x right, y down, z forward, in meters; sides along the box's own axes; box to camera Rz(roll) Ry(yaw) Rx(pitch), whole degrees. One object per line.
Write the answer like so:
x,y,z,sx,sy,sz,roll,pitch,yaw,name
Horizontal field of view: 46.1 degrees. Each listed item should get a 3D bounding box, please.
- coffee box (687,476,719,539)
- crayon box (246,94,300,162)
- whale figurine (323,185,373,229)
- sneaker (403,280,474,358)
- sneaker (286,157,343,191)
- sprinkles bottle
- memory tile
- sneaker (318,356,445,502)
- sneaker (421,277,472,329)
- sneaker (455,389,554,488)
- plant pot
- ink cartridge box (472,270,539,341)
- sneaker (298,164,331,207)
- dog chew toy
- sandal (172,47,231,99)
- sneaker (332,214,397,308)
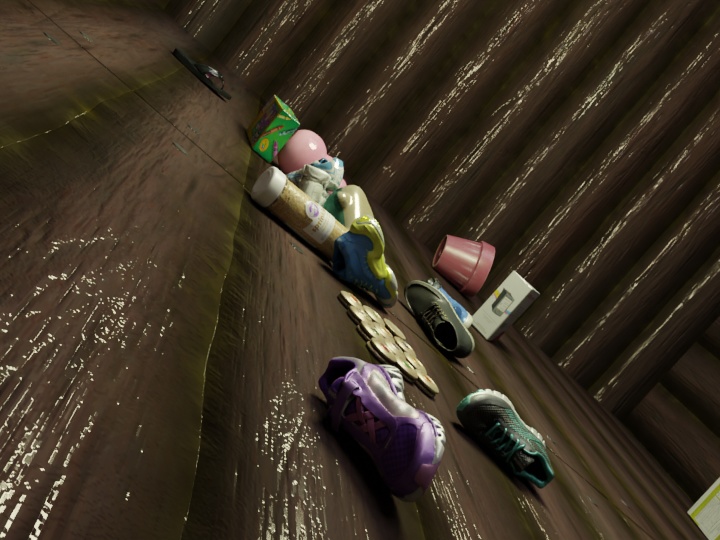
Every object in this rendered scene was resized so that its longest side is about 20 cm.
1.204,0.801,2.679,0.199,0.201,0.198,40,8,-9,coffee box
-0.215,-0.347,2.055,0.058,0.119,0.201,37,10,-23,crayon box
-0.032,-0.085,1.731,0.202,0.101,0.161,-82,152,-54,whale figurine
0.152,0.088,1.722,0.200,0.075,0.106,47,7,23,sneaker
-0.101,-0.206,1.850,0.071,0.074,0.198,34,-19,-32,sneaker
-0.101,-0.097,1.493,0.199,0.068,0.068,39,8,-28,sprinkles bottle
0.043,0.109,1.303,0.152,0.017,0.201,38,9,-31,memory tile
0.011,0.141,0.802,0.087,0.081,0.200,30,8,-25,sneaker
0.174,0.078,1.874,0.111,0.077,0.200,46,3,-16,sneaker
0.222,0.251,1.248,0.199,0.078,0.092,37,13,-26,sneaker
0.361,-0.031,3.031,0.176,0.204,0.200,24,10,-7,plant pot
0.426,0.109,2.502,0.086,0.201,0.147,43,8,20,ink cartridge box
-0.107,-0.150,1.755,0.074,0.083,0.200,21,-13,3,sneaker
-0.108,-0.238,2.040,0.201,0.124,0.125,49,6,-13,dog chew toy
-0.427,-0.548,2.321,0.200,0.048,0.075,41,8,-7,sandal
0.000,0.000,1.508,0.076,0.104,0.203,41,-25,52,sneaker
